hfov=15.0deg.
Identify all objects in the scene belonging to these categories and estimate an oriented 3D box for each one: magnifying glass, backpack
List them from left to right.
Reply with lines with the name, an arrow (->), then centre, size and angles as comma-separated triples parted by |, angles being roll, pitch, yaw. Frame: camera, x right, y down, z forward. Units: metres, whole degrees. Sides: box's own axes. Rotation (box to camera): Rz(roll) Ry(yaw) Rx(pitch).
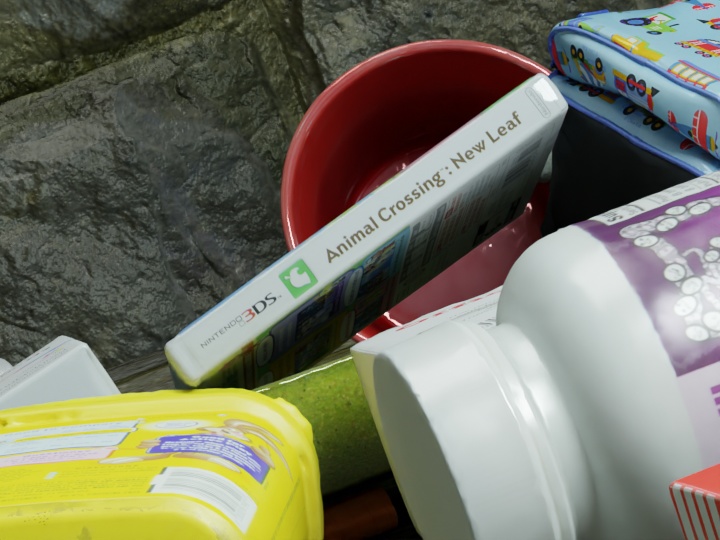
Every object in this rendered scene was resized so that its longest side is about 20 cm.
magnifying glass -> -0.078, 0.131, 1.087 | 0.200, 0.022, 0.080 | -23, 3, -18
backpack -> 0.195, -0.046, 1.145 | 0.200, 0.135, 0.183 | -12, 26, -22

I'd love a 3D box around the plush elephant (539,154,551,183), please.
plush elephant -> 0.132, -0.038, 1.447 | 0.200, 0.155, 0.165 | -20, 3, 3

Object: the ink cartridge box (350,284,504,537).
ink cartridge box -> 0.090, 0.041, 0.951 | 0.144, 0.084, 0.200 | -20, 3, -9

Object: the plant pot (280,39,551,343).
plant pot -> 0.054, -0.028, 1.649 | 0.200, 0.201, 0.177 | -20, -6, -1

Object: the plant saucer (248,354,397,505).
plant saucer -> -0.028, 0.079, 1.154 | 0.200, 0.048, 0.200 | -19, -8, -15

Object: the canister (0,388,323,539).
canister -> -0.093, 0.100, 0.938 | 0.148, 0.087, 0.200 | -5, 6, 4

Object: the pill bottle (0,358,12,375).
pill bottle -> -0.312, 0.130, 1.787 | 0.200, 0.112, 0.112 | -20, 3, -25

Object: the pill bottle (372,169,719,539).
pill bottle -> 0.110, 0.028, 0.795 | 0.200, 0.112, 0.112 | -21, 3, -11

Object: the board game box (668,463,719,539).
board game box -> 0.188, 0.042, 0.644 | 0.200, 0.046, 0.151 | -20, 3, -8

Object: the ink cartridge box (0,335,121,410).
ink cartridge box -> -0.182, 0.106, 1.373 | 0.144, 0.085, 0.200 | -33, 4, -8

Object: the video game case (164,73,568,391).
video game case -> 0.000, 0.000, 1.129 | 0.182, 0.022, 0.200 | -36, -7, -7
